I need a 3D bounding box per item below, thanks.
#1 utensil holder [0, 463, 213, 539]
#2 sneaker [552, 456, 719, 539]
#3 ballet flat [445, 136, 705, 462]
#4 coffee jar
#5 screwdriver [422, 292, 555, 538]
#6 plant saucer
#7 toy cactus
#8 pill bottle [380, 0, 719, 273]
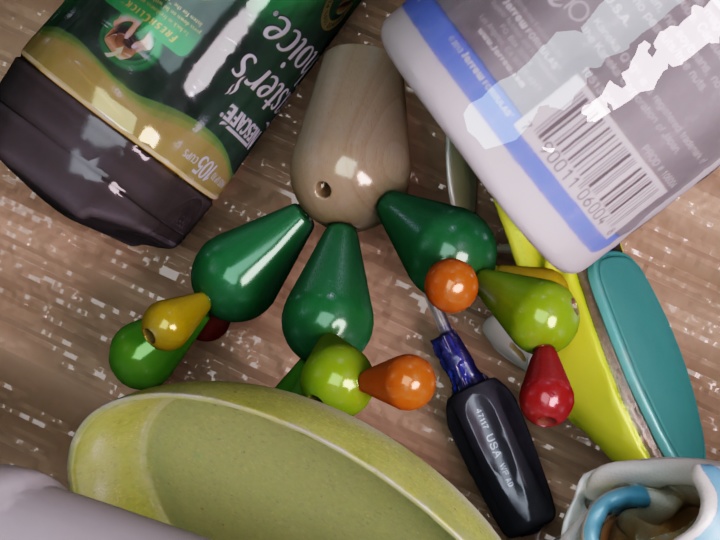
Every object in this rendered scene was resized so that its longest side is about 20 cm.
[{"bbox_3d":[-0.057,0.172,0.909,0.199,0.170,0.171,15,87,17],"label":"utensil holder"},{"bbox_3d":[0.098,0.102,0.944,0.081,0.200,0.077,29,66,-18],"label":"sneaker"},{"bbox_3d":[0.073,-0.005,1.024,0.067,0.067,0.201,-22,79,26],"label":"ballet flat"},{"bbox_3d":[-0.054,-0.103,1.022,0.085,0.104,0.200,37,91,12],"label":"coffee jar"},{"bbox_3d":[0.024,0.010,1.043,0.029,0.028,0.201,-34,77,32],"label":"screwdriver"},{"bbox_3d":[-0.014,0.106,0.971,0.199,0.200,0.031,30,56,9],"label":"plant saucer"},{"bbox_3d":[0.000,0.000,1.003,0.199,0.102,0.166,-10,64,41],"label":"toy cactus"},{"bbox_3d":[0.116,-0.101,0.932,0.200,0.114,0.114,-38,81,6],"label":"pill bottle"}]
